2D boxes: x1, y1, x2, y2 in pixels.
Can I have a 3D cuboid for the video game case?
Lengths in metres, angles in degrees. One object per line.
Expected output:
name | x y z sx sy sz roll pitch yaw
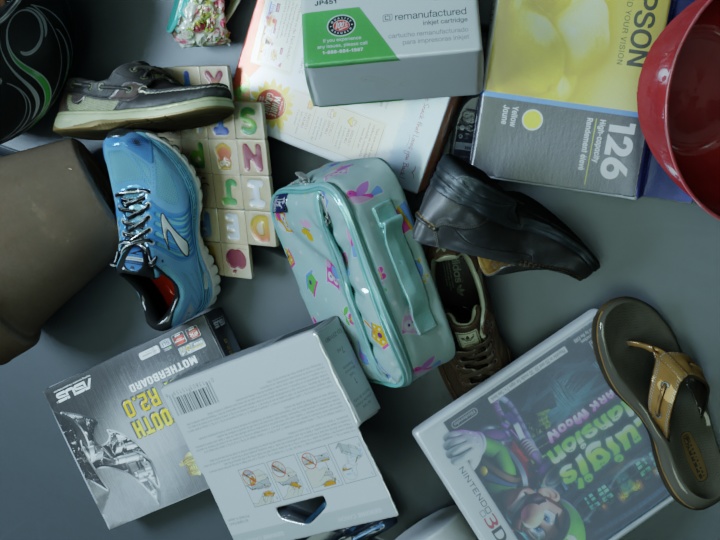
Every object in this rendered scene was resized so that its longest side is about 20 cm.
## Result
video game case | 0.175 0.163 0.972 0.200 0.023 0.182 -33 93 -7

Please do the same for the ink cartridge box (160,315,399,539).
ink cartridge box | -0.067 0.151 0.991 0.200 0.044 0.174 -22 97 35

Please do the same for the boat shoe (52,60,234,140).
boat shoe | -0.202 -0.158 0.999 0.199 0.073 0.065 -2 89 29

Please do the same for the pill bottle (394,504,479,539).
pill bottle | 0.108 0.324 1.010 0.114 0.114 0.200 -32 89 17

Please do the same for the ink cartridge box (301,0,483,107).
ink cartridge box | 0.023 -0.248 0.919 0.146 0.083 0.201 -5 73 4

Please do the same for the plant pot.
plant pot | -0.318 -0.036 1.051 0.174 0.200 0.201 -29 90 -2

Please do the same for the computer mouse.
computer mouse | 0.101 -0.069 1.003 0.058 0.034 0.201 10 106 2

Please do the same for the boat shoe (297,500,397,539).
boat shoe | -0.047 0.286 1.061 0.069 0.084 0.200 46 109 16

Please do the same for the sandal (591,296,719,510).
sandal | 0.268 0.112 0.947 0.082 0.055 0.201 -22 88 -26

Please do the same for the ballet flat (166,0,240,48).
ballet flat | -0.126 -0.300 1.016 0.064 0.076 0.201 12 108 -19

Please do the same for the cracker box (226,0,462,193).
cracker box | -0.011 -0.168 1.000 0.199 0.058 0.134 23 104 12

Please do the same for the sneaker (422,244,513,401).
sneaker | 0.091 0.058 0.984 0.070 0.076 0.201 -14 104 12

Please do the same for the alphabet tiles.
alphabet tiles | -0.151 -0.092 1.039 0.166 0.006 0.201 5 109 32

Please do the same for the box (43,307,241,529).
box | -0.196 0.149 1.100 0.199 0.048 0.159 -24 91 17

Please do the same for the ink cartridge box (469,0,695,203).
ink cartridge box | 0.203 -0.164 0.932 0.199 0.047 0.198 8 100 4

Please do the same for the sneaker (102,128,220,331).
sneaker | -0.188 -0.033 1.004 0.078 0.090 0.201 -3 118 27

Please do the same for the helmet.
helmet | -0.363 -0.209 1.020 0.199 0.191 0.201 2 63 -4

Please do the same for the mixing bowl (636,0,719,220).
mixing bowl | 0.296 -0.140 0.876 0.199 0.108 0.201 -5 104 -20

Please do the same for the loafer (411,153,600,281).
loafer | 0.123 -0.029 0.935 0.200 0.073 0.072 25 107 -34

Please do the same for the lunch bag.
lunch bag | 0.000 0.000 0.959 0.077 0.160 0.201 -27 103 -21
